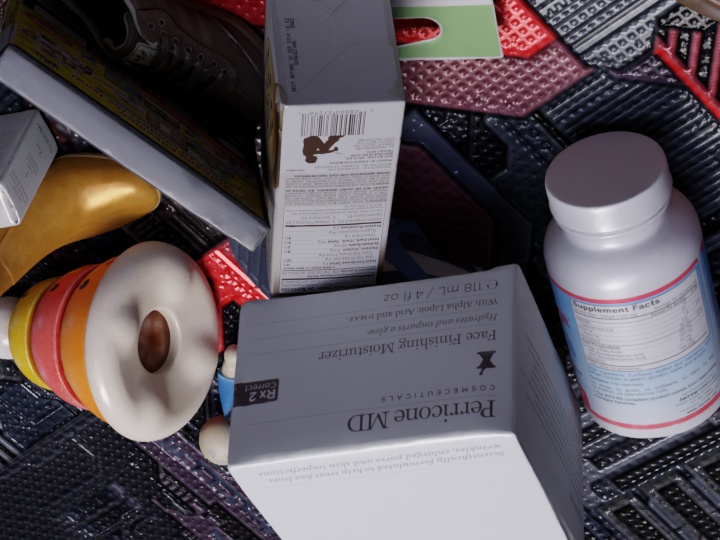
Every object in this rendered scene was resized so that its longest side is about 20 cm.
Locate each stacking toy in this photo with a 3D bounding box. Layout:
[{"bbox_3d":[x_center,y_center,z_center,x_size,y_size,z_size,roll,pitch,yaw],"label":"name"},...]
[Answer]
[{"bbox_3d":[-0.220,0.050,1.461,0.198,0.147,0.147,2,132,33],"label":"stacking toy"}]

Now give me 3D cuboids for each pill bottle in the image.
[{"bbox_3d":[0.186,0.010,1.315,0.108,0.109,0.201,-5,128,19],"label":"pill bottle"}]

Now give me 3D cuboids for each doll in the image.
[{"bbox_3d":[-0.053,0.097,1.491,0.199,0.049,0.136,-30,129,34],"label":"doll"}]

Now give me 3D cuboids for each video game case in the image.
[{"bbox_3d":[-0.149,-0.105,1.258,0.199,0.181,0.026,35,103,-18],"label":"video game case"}]

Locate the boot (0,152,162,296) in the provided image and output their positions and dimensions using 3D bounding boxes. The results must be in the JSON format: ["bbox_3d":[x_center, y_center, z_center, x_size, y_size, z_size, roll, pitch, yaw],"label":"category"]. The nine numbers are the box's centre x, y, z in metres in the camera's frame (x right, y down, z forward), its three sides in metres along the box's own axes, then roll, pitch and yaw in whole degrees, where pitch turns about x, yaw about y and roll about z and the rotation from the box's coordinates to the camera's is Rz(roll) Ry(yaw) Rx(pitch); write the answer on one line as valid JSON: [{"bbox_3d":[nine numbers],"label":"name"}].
[{"bbox_3d":[-0.249,-0.011,1.387,0.199,0.145,0.071,-6,129,19],"label":"boot"}]

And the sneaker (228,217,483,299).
[{"bbox_3d":[0.000,0.000,1.383,0.199,0.083,0.074,25,147,7],"label":"sneaker"}]

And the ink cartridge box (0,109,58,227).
[{"bbox_3d":[-0.332,-0.036,1.366,0.198,0.174,0.044,-7,128,21],"label":"ink cartridge box"}]

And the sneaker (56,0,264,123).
[{"bbox_3d":[-0.137,-0.151,1.283,0.199,0.076,0.070,36,129,-16],"label":"sneaker"}]

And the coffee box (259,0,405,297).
[{"bbox_3d":[-0.022,-0.085,1.249,0.079,0.114,0.201,-3,145,-7],"label":"coffee box"}]

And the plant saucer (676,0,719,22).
[{"bbox_3d":[0.248,-0.220,1.150,0.198,0.037,0.202,7,131,8],"label":"plant saucer"}]

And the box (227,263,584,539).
[{"bbox_3d":[0.037,0.112,1.306,0.197,0.132,0.200,-8,145,16],"label":"box"}]

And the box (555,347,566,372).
[{"bbox_3d":[0.049,0.109,1.446,0.198,0.021,0.164,0,144,-1],"label":"box"}]

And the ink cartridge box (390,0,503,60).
[{"bbox_3d":[0.011,-0.217,1.209,0.144,0.048,0.201,1,144,14],"label":"ink cartridge box"}]
